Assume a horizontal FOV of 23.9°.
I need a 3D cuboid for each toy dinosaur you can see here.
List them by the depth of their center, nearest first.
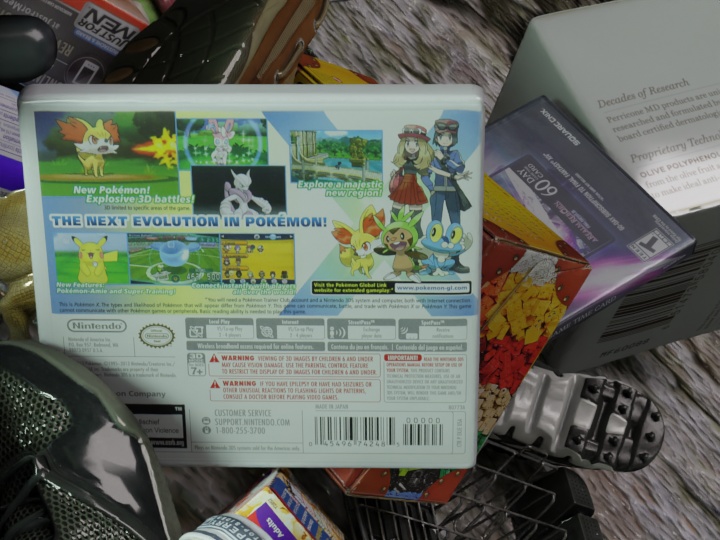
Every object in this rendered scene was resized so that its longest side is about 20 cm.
[{"bbox_3d":[-0.149,-0.001,0.797,0.200,0.101,0.058,25,36,-33],"label":"toy dinosaur"}]

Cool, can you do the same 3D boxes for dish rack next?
[{"bbox_3d":[0.063,0.152,0.941,0.200,0.055,0.153,24,36,-32],"label":"dish rack"}]

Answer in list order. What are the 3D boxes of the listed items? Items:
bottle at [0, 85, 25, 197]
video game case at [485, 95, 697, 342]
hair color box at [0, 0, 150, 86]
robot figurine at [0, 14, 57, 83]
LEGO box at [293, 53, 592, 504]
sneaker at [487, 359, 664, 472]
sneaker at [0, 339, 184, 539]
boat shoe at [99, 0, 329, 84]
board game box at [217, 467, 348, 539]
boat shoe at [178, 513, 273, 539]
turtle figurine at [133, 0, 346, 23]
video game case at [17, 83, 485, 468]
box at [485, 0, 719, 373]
[{"bbox_3d":[-0.232,-0.074,0.798,0.200,0.084,0.065,20,75,-38],"label":"bottle"},{"bbox_3d":[0.074,-0.014,0.992,0.200,0.019,0.143,-29,58,-21],"label":"video game case"},{"bbox_3d":[-0.193,-0.161,0.904,0.111,0.064,0.200,27,15,-32],"label":"hair color box"},{"bbox_3d":[-0.224,-0.110,0.677,0.200,0.125,0.150,-1,55,-15],"label":"robot figurine"},{"bbox_3d":[0.000,0.000,0.881,0.077,0.149,0.200,13,24,-45],"label":"LEGO box"},{"bbox_3d":[0.081,0.076,1.043,0.200,0.091,0.066,23,72,-5],"label":"sneaker"},{"bbox_3d":[-0.132,0.116,0.707,0.114,0.076,0.199,1,58,-60],"label":"sneaker"},{"bbox_3d":[-0.062,-0.102,0.840,0.200,0.076,0.074,-62,141,-35],"label":"boat shoe"},{"bbox_3d":[0.009,0.180,0.767,0.200,0.046,0.152,50,-2,2],"label":"board game box"},{"bbox_3d":[-0.058,0.199,0.649,0.075,0.202,0.086,18,33,41],"label":"boat shoe"},{"bbox_3d":[-0.089,-0.213,1.058,0.194,0.200,0.144,-22,104,-35],"label":"turtle figurine"},{"bbox_3d":[-0.046,0.005,0.761,0.200,0.182,0.022,0,24,2],"label":"video game case"},{"bbox_3d":[0.204,-0.065,1.167,0.200,0.199,0.171,-15,61,-23],"label":"box"}]
